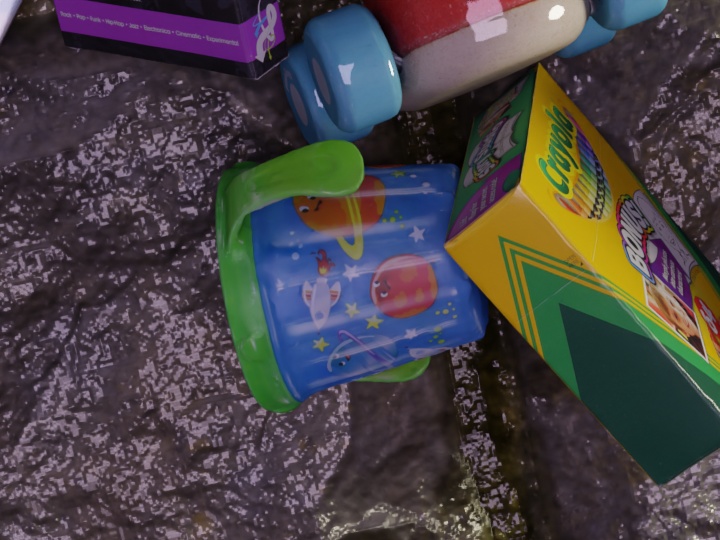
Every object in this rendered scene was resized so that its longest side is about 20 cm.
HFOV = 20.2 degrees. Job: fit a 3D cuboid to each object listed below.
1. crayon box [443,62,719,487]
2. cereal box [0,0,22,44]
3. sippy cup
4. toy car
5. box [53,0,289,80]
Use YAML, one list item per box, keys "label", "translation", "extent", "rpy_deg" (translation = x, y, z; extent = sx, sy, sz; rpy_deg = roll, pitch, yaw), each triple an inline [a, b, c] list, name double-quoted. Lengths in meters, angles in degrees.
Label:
- label: "crayon box"
  translation: [0.127, -0.004, 1.087]
  extent: [0.058, 0.200, 0.173]
  rpy_deg: [-37, 104, 20]
- label: "cereal box"
  translation: [-0.282, -0.119, 1.117]
  extent: [0.143, 0.040, 0.201]
  rpy_deg: [28, 99, -10]
- label: "sippy cup"
  translation: [0.000, 0.000, 1.104]
  extent: [0.129, 0.178, 0.141]
  rpy_deg: [-9, 92, 8]
- label: "toy car"
  translation: [0.031, -0.191, 1.067]
  extent: [0.183, 0.177, 0.201]
  rpy_deg: [-22, 91, -10]
- label: "box"
  translation: [-0.117, -0.203, 1.043]
  extent: [0.142, 0.036, 0.201]
  rpy_deg: [14, 129, 36]
